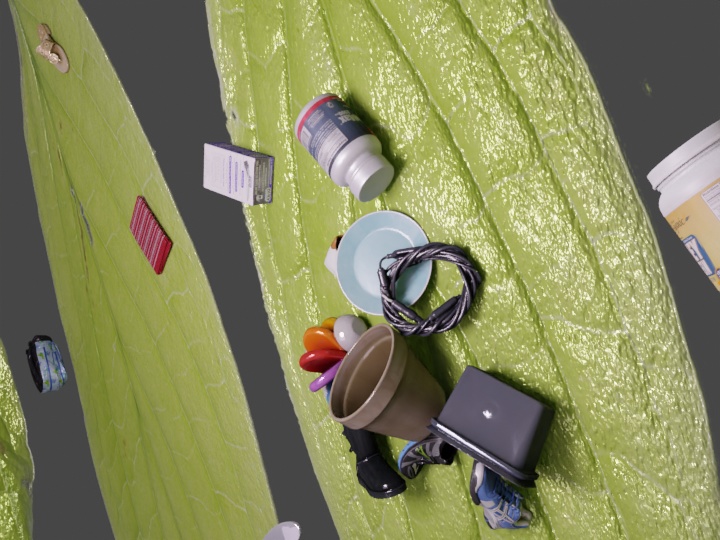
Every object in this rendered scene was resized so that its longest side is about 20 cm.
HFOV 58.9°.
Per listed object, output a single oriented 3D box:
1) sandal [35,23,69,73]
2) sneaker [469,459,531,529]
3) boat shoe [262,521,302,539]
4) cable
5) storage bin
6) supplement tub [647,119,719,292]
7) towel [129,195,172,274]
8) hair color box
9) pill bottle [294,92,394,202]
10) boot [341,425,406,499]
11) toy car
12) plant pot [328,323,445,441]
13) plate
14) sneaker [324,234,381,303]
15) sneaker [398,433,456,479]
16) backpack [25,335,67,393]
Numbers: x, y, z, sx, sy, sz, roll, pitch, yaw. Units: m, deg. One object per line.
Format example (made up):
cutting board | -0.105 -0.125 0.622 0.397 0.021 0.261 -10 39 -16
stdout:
sandal | -1.029 -0.723 2.083 0.214 0.069 0.078 55 131 18
sneaker | 0.248 0.397 1.136 0.075 0.077 0.201 -4 137 32
boat shoe | -0.219 0.730 1.700 0.200 0.065 0.072 -46 65 17
cable | 0.124 0.035 1.165 0.195 0.051 0.168 -6 82 22
storage bin | 0.240 0.265 1.113 0.198 0.145 0.137 26 89 36
supplement tub | 0.468 -0.073 0.791 0.145 0.143 0.203 -43 71 40
towel | -0.627 -0.105 1.899 0.201 0.022 0.146 52 132 23
hair color box | -0.294 -0.234 1.523 0.198 0.064 0.112 23 115 39
pill bottle | -0.028 -0.234 1.234 0.201 0.118 0.120 50 129 21
boot | 0.020 0.376 1.344 0.198 0.072 0.167 -11 94 69
toy car | -0.055 0.203 1.350 0.174 0.148 0.203 -39 75 41
plant pot | 0.063 0.233 1.213 0.172 0.203 0.199 35 134 -19
plate | 0.046 -0.014 1.243 0.195 0.026 0.206 -2 84 17
sneaker | 0.000 0.000 1.299 0.199 0.072 0.086 40 128 30
sneaker | 0.141 0.359 1.261 0.083 0.070 0.201 54 128 26
backpack | -1.252 0.386 2.546 0.164 0.151 0.203 -51 45 36
